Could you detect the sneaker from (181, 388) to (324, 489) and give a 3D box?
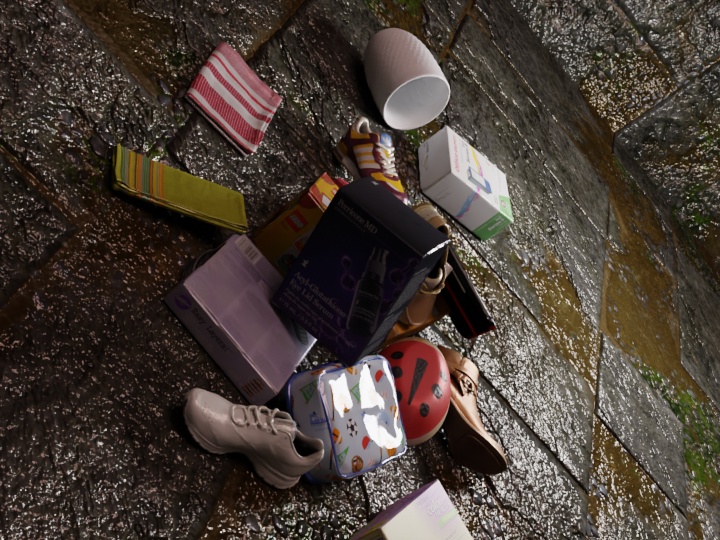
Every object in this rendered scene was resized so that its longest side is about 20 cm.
[{"bbox_3d":[-0.128,0.190,1.253,0.199,0.087,0.075,33,38,-31],"label":"sneaker"}]

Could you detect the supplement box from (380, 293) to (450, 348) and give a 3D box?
[{"bbox_3d":[0.069,0.073,1.680,0.069,0.066,0.200,59,29,6],"label":"supplement box"}]

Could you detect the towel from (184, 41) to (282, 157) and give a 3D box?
[{"bbox_3d":[-0.203,-0.281,1.681,0.144,0.023,0.201,43,32,-19],"label":"towel"}]

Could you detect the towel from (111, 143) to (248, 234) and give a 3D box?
[{"bbox_3d":[-0.244,-0.111,1.408,0.199,0.018,0.087,20,39,-29],"label":"towel"}]

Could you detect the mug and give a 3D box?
[{"bbox_3d":[0.087,-0.386,2.112,0.200,0.147,0.176,65,0,-58],"label":"mug"}]

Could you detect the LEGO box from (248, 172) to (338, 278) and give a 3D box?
[{"bbox_3d":[-0.050,-0.015,1.509,0.200,0.148,0.077,51,30,-9],"label":"LEGO box"}]

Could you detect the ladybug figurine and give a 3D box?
[{"bbox_3d":[0.076,0.173,1.546,0.135,0.072,0.201,22,43,-5],"label":"ladybug figurine"}]

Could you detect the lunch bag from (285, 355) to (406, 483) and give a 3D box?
[{"bbox_3d":[-0.017,0.193,1.395,0.199,0.075,0.162,-7,81,-59],"label":"lunch bag"}]

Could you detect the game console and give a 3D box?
[{"bbox_3d":[0.153,0.018,1.708,0.201,0.031,0.177,60,-13,5],"label":"game console"}]

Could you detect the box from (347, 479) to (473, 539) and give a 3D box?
[{"bbox_3d":[0.081,0.404,1.334,0.201,0.096,0.176,60,30,6],"label":"box"}]

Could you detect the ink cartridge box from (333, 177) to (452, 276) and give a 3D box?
[{"bbox_3d":[0.032,-0.048,1.654,0.147,0.086,0.200,28,15,-40],"label":"ink cartridge box"}]

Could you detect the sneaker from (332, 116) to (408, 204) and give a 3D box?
[{"bbox_3d":[0.030,-0.190,1.805,0.075,0.090,0.200,15,27,-52],"label":"sneaker"}]

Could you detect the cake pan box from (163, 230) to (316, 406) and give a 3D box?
[{"bbox_3d":[-0.153,0.057,1.387,0.200,0.052,0.184,50,28,-9],"label":"cake pan box"}]

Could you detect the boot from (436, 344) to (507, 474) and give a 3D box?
[{"bbox_3d":[0.173,0.220,1.667,0.200,0.074,0.155,44,36,-14],"label":"boot"}]

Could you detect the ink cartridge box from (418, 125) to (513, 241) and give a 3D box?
[{"bbox_3d":[0.215,-0.178,2.123,0.199,0.087,0.146,34,37,-30],"label":"ink cartridge box"}]

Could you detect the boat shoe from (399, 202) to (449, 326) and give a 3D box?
[{"bbox_3d":[0.092,0.003,1.541,0.073,0.202,0.066,-15,33,-26],"label":"boat shoe"}]

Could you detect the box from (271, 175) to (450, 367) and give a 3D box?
[{"bbox_3d":[0.000,0.000,1.378,0.148,0.201,0.104,38,26,13],"label":"box"}]
